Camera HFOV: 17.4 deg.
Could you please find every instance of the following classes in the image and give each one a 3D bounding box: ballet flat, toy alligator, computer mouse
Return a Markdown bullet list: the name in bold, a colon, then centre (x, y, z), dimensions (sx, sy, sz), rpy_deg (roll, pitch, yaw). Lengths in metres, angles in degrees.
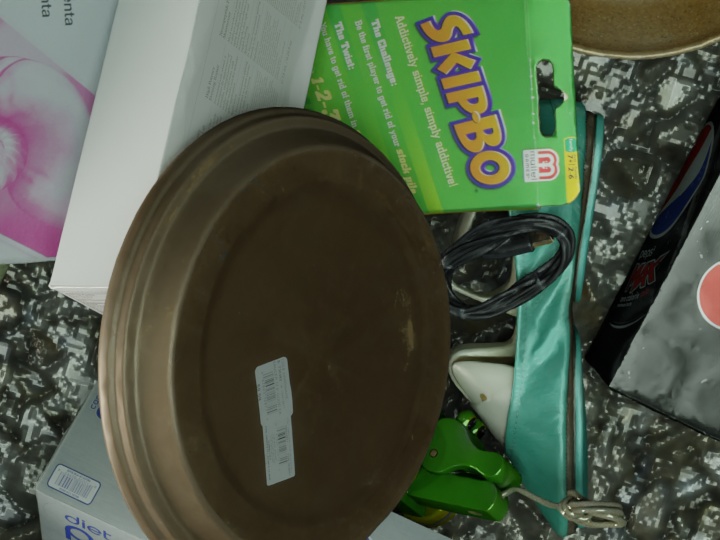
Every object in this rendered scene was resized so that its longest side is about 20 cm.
- **ballet flat**: centre (0.073, 0.021, 1.082), dimensions (0.070, 0.067, 0.201), rpy_deg (2, 96, 4)
- **toy alligator**: centre (0.031, 0.083, 1.067), dimensions (0.199, 0.059, 0.054), rpy_deg (1, 67, 27)
- **computer mouse**: centre (0.000, 0.000, 1.061), dimensions (0.199, 0.034, 0.059), rpy_deg (-7, 108, 14)

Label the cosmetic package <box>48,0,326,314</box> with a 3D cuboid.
- **cosmetic package**: centre (-0.067, -0.073, 0.979), dimensions (0.051, 0.083, 0.201), rpy_deg (0, 70, 34)

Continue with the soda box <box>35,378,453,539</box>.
- **soda box**: centre (-0.043, 0.126, 1.048), dimensions (0.200, 0.068, 0.064), rpy_deg (24, 63, 8)

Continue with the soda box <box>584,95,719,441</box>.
- **soda box**: centre (0.181, -0.026, 1.081), dimensions (0.071, 0.063, 0.200), rpy_deg (26, 96, -9)

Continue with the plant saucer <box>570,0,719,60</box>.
- **plant saucer**: centre (0.121, -0.196, 1.059), dimensions (0.200, 0.035, 0.201), rpy_deg (-1, 100, -6)

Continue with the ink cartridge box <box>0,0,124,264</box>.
- **ink cartridge box**: centre (-0.142, -0.101, 0.979), dimensions (0.199, 0.043, 0.197), rpy_deg (-5, 94, -25)

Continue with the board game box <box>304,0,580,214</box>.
- **board game box**: centre (-0.003, -0.071, 1.044), dimensions (0.199, 0.030, 0.096), rpy_deg (-3, 93, 13)

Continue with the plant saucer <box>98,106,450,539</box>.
- **plant saucer**: centre (-0.026, 0.034, 0.960), dimensions (0.200, 0.029, 0.201), rpy_deg (-8, 101, -48)

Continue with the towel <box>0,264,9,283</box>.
- **towel**: centre (-0.243, -0.034, 1.031), dimensions (0.200, 0.037, 0.149), rpy_deg (26, 118, -11)
